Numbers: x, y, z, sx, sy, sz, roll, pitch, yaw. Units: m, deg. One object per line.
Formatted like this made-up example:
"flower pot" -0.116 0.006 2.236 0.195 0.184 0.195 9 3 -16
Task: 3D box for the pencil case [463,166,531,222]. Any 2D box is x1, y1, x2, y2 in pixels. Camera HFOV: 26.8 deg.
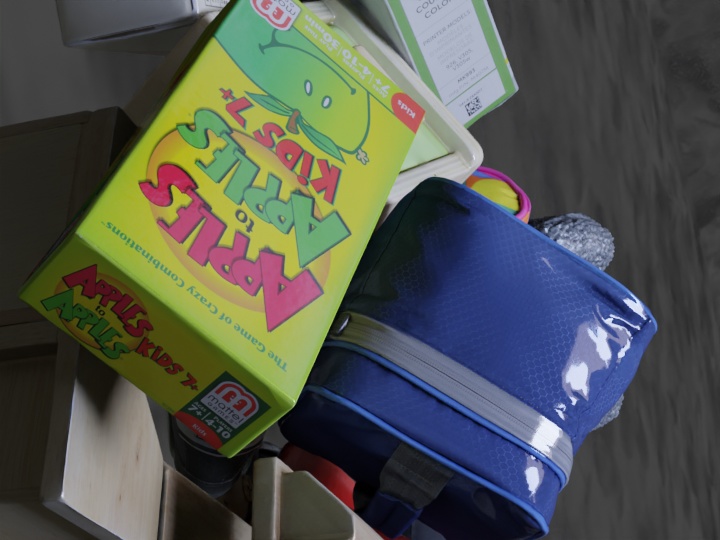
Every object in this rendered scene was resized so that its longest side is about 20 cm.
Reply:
"pencil case" 0.056 0.033 0.969 0.089 0.088 0.201 -65 165 -58

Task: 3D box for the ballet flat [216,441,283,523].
"ballet flat" -0.041 0.130 0.884 0.200 0.056 0.067 28 58 -66

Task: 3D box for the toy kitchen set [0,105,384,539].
"toy kitchen set" -0.069 0.054 0.673 0.200 0.162 0.181 53 34 -56

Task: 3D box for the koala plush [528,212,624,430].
"koala plush" 0.075 0.059 1.148 0.200 0.183 0.178 -28 115 -48

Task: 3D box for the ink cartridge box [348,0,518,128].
"ink cartridge box" 0.016 -0.174 0.853 0.104 0.059 0.200 48 -7 39

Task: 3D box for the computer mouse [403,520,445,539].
"computer mouse" 0.032 0.183 1.001 0.140 0.046 0.201 31 46 -12

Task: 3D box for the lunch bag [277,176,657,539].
"lunch bag" 0.038 0.061 0.732 0.133 0.135 0.200 -57 178 -17

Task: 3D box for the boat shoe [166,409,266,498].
"boat shoe" -0.077 0.036 0.823 0.201 0.070 0.064 -86 -168 -52

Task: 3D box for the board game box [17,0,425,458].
"board game box" -0.047 -0.032 0.619 0.101 0.048 0.200 40 40 -13

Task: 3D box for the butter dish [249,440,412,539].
"butter dish" 0.010 0.221 0.812 0.200 0.147 0.201 53 53 -56

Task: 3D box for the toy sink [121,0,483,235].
"toy sink" -0.023 -0.066 0.822 0.131 0.112 0.200 50 26 9

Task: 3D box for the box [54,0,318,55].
"box" -0.089 -0.169 0.831 0.200 0.077 0.096 -13 95 -71
